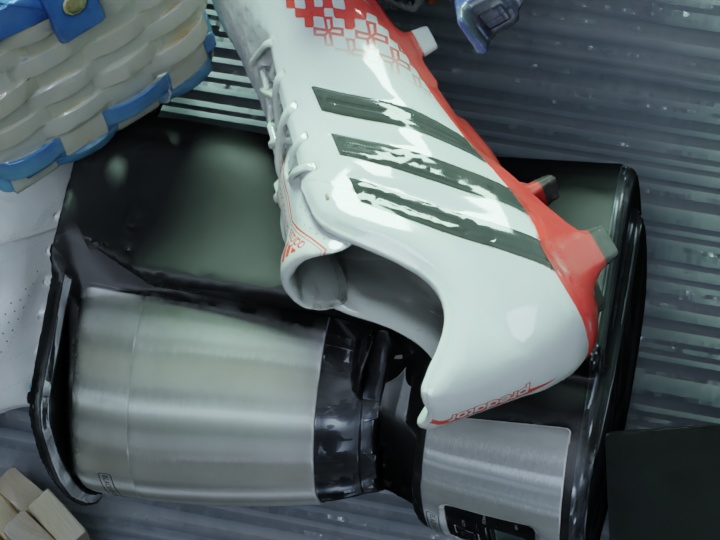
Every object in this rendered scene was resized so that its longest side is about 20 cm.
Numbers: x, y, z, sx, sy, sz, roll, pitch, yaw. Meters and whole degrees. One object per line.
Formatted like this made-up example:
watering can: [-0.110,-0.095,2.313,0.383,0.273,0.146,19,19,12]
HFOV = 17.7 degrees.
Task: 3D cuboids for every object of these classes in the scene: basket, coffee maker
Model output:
basket: [-0.132,-0.134,0.743,0.138,0.201,0.176,-30,49,-14]
coffee maker: [0.000,0.000,0.815,0.198,0.135,0.194,6,93,9]

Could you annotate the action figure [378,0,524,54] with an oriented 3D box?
action figure: [0.077,-0.122,0.798,0.192,0.201,0.105,-13,131,18]

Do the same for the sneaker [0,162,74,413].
sneaker: [-0.131,0.004,0.877,0.088,0.075,0.201,35,108,1]

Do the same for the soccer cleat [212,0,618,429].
soccer cleat: [-0.003,-0.033,0.737,0.085,0.069,0.200,-31,63,-19]

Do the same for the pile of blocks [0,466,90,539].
pile of blocks: [-0.131,0.166,0.846,0.081,0.062,0.202,-8,67,-3]

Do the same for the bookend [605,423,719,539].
bookend: [0.170,0.053,0.757,0.198,0.092,0.201,-7,77,22]
